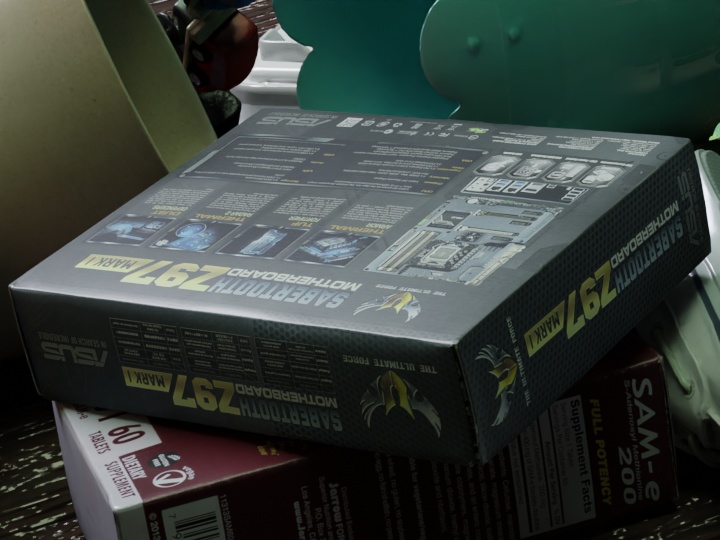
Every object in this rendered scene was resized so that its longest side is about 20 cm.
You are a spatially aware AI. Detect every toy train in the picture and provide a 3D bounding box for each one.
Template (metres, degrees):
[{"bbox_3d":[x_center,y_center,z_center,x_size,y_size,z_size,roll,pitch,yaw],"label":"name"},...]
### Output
[{"bbox_3d":[-0.068,-0.101,1.255,0.046,0.200,0.034,40,64,14],"label":"toy train"}]

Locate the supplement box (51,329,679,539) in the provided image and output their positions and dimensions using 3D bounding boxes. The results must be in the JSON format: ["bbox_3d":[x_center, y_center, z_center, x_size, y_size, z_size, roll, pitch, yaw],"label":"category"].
[{"bbox_3d":[0.000,0.062,1.001,0.199,0.061,0.109,-15,24,-13],"label":"supplement box"}]

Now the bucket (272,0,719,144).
[{"bbox_3d":[0.052,-0.115,1.148,0.134,0.208,0.207,-15,25,-16],"label":"bucket"}]

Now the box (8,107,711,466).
[{"bbox_3d":[0.000,0.000,0.993,0.199,0.051,0.158,5,29,36],"label":"box"}]

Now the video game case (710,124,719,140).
[{"bbox_3d":[0.164,-0.094,1.254,0.199,0.017,0.144,-11,54,-4],"label":"video game case"}]

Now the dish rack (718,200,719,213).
[{"bbox_3d":[0.188,0.043,0.912,0.171,0.044,0.200,32,20,-15],"label":"dish rack"}]

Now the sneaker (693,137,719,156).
[{"bbox_3d":[0.168,-0.027,1.134,0.199,0.070,0.090,-8,20,-9],"label":"sneaker"}]

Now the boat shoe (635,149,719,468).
[{"bbox_3d":[0.137,0.041,1.004,0.067,0.073,0.200,-43,31,20],"label":"boat shoe"}]

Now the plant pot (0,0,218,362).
[{"bbox_3d":[-0.170,-0.033,1.156,0.199,0.188,0.188,-27,24,5],"label":"plant pot"}]

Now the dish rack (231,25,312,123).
[{"bbox_3d":[0.041,-0.112,1.366,0.199,0.044,0.172,3,26,23],"label":"dish rack"}]
